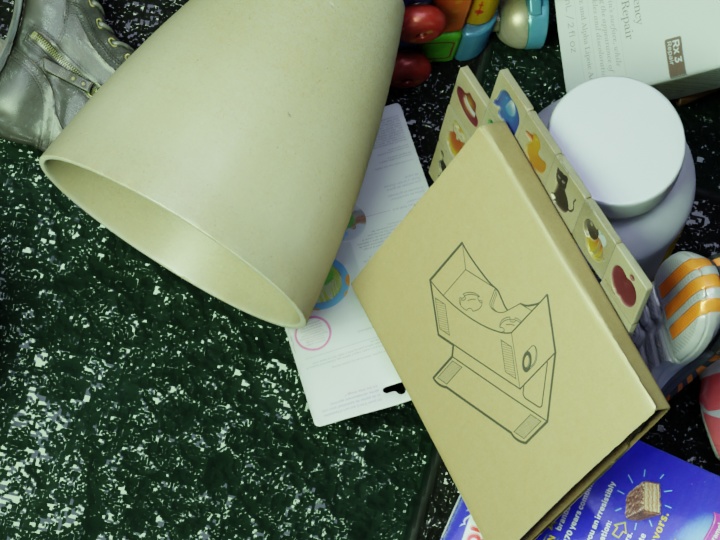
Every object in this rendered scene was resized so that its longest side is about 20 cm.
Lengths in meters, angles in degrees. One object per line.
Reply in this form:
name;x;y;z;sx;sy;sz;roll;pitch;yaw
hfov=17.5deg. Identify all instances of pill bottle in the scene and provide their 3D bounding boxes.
pill bottle;0.142;-0.042;1.422;0.111;0.200;0.113;1;71;-2

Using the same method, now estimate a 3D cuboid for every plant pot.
plant pot;-0.063;-0.099;1.409;0.187;0.187;0.201;29;79;8

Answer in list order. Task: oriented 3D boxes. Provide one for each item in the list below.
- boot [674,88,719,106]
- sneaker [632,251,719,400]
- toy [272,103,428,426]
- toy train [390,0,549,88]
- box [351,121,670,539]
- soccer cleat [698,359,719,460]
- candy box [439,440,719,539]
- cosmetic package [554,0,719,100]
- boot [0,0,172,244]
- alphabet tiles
boot;0.299;-0.151;1.536;0.199;0.069;0.189;-18;73;-7
sneaker;0.213;0.043;1.408;0.111;0.200;0.078;-5;74;-20
toy;0.000;0.000;1.485;0.115;0.047;0.201;-16;68;-4
toy train;0.074;-0.190;1.473;0.115;0.200;0.085;-4;71;-8
box;0.081;0.041;1.351;0.021;0.164;0.201;-7;59;-39
soccer cleat;0.311;0.079;1.462;0.199;0.068;0.074;-2;79;0
candy box;0.146;0.188;1.410;0.199;0.077;0.170;25;73;5
cosmetic package;0.220;-0.169;1.464;0.074;0.199;0.102;-2;81;-44
boot;-0.154;-0.133;1.522;0.173;0.069;0.201;24;76;0
alphabet tiles;0.097;-0.016;1.370;0.008;0.168;0.200;-17;59;-23
